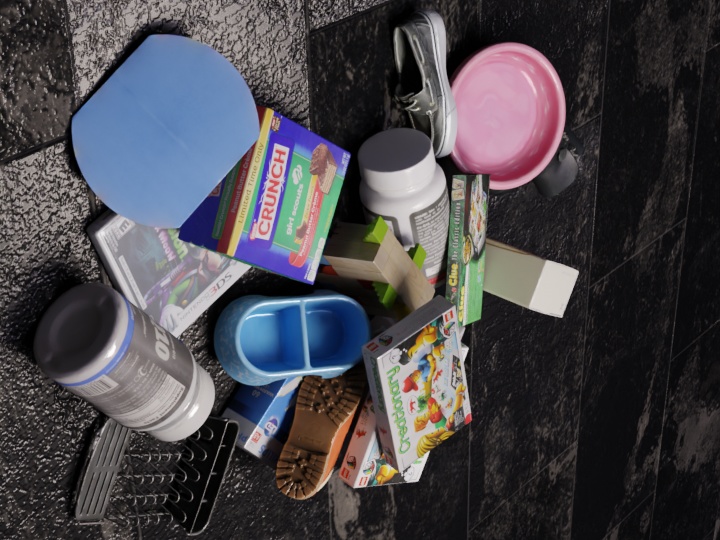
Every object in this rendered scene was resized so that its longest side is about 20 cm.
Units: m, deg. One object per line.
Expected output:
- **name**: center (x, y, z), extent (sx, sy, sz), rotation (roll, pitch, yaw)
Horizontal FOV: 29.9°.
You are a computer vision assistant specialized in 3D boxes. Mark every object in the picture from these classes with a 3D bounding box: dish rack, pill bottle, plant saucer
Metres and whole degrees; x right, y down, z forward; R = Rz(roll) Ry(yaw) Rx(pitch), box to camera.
- **dish rack**: center (-0.244, 0.238, 1.591), extent (0.200, 0.055, 0.154), rotation (9, 101, -53)
- **pill bottle**: center (0.061, -0.079, 1.754), extent (0.114, 0.114, 0.200), rotation (-42, 138, -30)
- **plant saucer**: center (0.189, -0.213, 1.850), extent (0.200, 0.051, 0.201), rotation (-7, 104, -27)
- **pill bottle**: center (-0.249, 0.105, 1.455), extent (0.114, 0.114, 0.200), rotation (-58, 142, -12)

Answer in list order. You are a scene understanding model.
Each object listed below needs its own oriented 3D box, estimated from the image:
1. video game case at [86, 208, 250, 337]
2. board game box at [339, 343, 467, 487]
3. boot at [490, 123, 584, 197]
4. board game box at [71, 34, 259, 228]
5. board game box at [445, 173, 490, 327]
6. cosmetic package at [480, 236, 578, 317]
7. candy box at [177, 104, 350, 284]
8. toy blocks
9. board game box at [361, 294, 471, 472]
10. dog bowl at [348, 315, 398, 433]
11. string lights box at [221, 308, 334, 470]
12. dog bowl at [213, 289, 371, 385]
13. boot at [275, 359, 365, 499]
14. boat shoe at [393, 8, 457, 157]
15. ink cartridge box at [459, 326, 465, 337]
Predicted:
- **video game case**: center (-0.204, -0.029, 1.518), extent (0.182, 0.023, 0.200), rotation (-46, 140, -27)
- **board game box**: center (0.056, 0.182, 1.737), extent (0.126, 0.035, 0.200), rotation (3, 112, -46)
- **boot**: center (0.258, -0.155, 1.994), extent (0.200, 0.076, 0.168), rotation (-60, 141, -19)
- **board game box**: center (-0.208, -0.147, 1.412), extent (0.158, 0.039, 0.200), rotation (44, 76, -20)
- **board game box**: center (0.141, -0.028, 1.784), extent (0.105, 0.023, 0.200), rotation (-12, 107, -69)
- **cosmetic package**: center (0.190, -0.005, 1.886), extent (0.104, 0.200, 0.073), rotation (15, 95, -55)
- **candy box**: center (-0.106, -0.087, 1.535), extent (0.200, 0.077, 0.169), rotation (21, 84, -60)
- **toy blocks**: center (0.000, 0.000, 1.708), extent (0.200, 0.137, 0.100), rotation (51, 55, -48)
- **board game box**: center (0.072, 0.141, 1.663), extent (0.126, 0.035, 0.200), rotation (-33, 133, -24)
- **dog bowl**: center (0.026, 0.134, 1.825), extent (0.200, 0.059, 0.200), rotation (-57, 165, -24)
- **string lights box**: center (-0.094, 0.146, 1.727), extent (0.200, 0.059, 0.103), rotation (-59, 147, -11)
- **dog bowl**: center (-0.077, 0.080, 1.643), extent (0.200, 0.050, 0.112), rotation (-4, 87, -25)
- **boot**: center (-0.048, 0.198, 1.722), extent (0.107, 0.075, 0.200), rotation (64, 49, -74)
- **boat shoe**: center (0.073, -0.235, 1.732), extent (0.071, 0.072, 0.200), rotation (-26, 119, -31)
- **ink cartridge box**: center (0.084, 0.157, 1.888), extent (0.200, 0.037, 0.095), rotation (-51, 164, -49)
